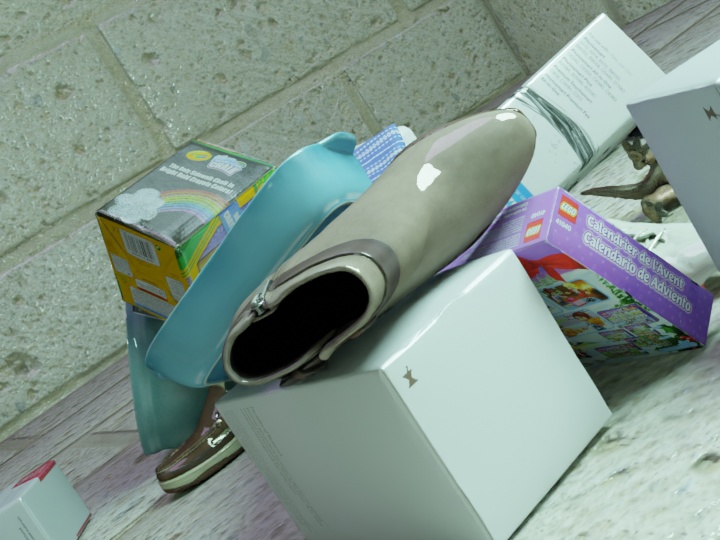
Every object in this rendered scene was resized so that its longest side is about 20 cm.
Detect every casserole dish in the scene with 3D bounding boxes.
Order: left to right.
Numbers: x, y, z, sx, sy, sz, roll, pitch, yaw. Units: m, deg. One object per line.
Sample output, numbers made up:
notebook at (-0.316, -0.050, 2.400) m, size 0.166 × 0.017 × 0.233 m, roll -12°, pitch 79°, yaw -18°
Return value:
casserole dish at (-0.056, 0.003, 0.643) m, size 0.200 × 0.039 × 0.121 m, roll -53°, pitch -14°, yaw 14°

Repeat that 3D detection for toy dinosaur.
toy dinosaur at (0.304, -0.114, 0.935) m, size 0.200 × 0.086 × 0.135 m, roll -42°, pitch -5°, yaw 30°

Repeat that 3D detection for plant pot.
plant pot at (-0.195, 0.107, 1.200) m, size 0.133 × 0.202 × 0.200 m, roll -6°, pitch 5°, yaw -8°

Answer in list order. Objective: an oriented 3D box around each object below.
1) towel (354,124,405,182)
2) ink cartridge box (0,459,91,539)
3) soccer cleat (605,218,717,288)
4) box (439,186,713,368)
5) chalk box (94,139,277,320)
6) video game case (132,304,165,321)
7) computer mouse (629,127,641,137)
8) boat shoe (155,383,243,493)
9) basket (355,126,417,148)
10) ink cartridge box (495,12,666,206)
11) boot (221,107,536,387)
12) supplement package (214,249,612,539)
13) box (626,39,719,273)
towel at (-0.022, -0.044, 0.792) m, size 0.144 × 0.024 × 0.200 m, roll -32°, pitch 25°, yaw 10°
ink cartridge box at (-0.405, 0.306, 1.093) m, size 0.199 × 0.084 × 0.145 m, roll -32°, pitch 7°, yaw 1°
soccer cleat at (0.185, -0.010, 0.748) m, size 0.069 × 0.078 × 0.200 m, roll -36°, pitch 9°, yaw -28°
box at (0.105, 0.020, 0.668) m, size 0.200 × 0.136 × 0.039 m, roll -21°, pitch 45°, yaw 54°
chalk box at (-0.158, -0.050, 1.089) m, size 0.124 × 0.124 × 0.200 m, roll 21°, pitch 46°, yaw 31°
video game case at (-0.131, 0.032, 1.140) m, size 0.199 × 0.019 × 0.143 m, roll 14°, pitch 28°, yaw 12°
computer mouse at (0.289, -0.153, 1.345) m, size 0.199 × 0.053 × 0.138 m, roll -21°, pitch 4°, yaw -12°
boat shoe at (-0.139, 0.146, 1.064) m, size 0.202 × 0.075 × 0.075 m, roll -37°, pitch 9°, yaw -29°
basket at (0.000, 0.000, 0.994) m, size 0.161 × 0.199 × 0.200 m, roll -43°, pitch 13°, yaw -34°
ink cartridge box at (0.149, -0.100, 0.866) m, size 0.200 × 0.084 × 0.146 m, roll -42°, pitch -8°, yaw -10°
boot at (0.011, -0.009, 0.549) m, size 0.200 × 0.070 × 0.146 m, roll -42°, pitch 2°, yaw 17°
supplement package at (0.025, 0.086, 0.626) m, size 0.121 × 0.120 × 0.200 m, roll -38°, pitch 10°, yaw -33°
box at (0.280, -0.085, 0.563) m, size 0.199 × 0.153 × 0.106 m, roll -33°, pitch 9°, yaw -6°
